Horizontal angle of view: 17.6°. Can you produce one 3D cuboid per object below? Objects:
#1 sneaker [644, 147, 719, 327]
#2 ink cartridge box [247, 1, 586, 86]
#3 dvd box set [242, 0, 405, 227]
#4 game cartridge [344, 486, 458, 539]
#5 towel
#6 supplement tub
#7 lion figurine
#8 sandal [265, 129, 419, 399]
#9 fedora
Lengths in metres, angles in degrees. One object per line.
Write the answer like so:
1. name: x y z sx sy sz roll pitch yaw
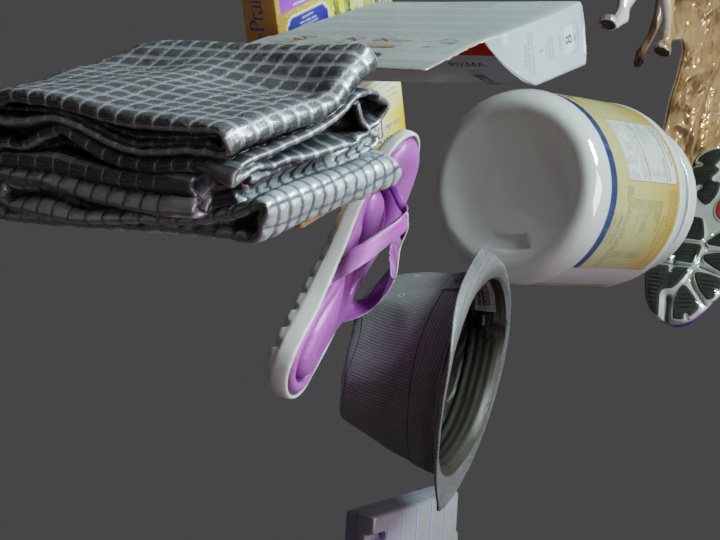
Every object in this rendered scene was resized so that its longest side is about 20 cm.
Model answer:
1. sneaker: 0.319 -0.019 2.104 0.200 0.080 0.084 -59 147 -34
2. ink cartridge box: 0.028 -0.131 1.468 0.200 0.160 0.047 -29 118 -53
3. dvd box set: -0.023 -0.146 1.564 0.146 0.029 0.201 -35 124 -51
4. game cartridge: 0.026 0.267 1.731 0.130 0.038 0.201 -9 104 -62
5. towel: -0.098 -0.077 1.300 0.165 0.199 0.086 -25 116 -55
6. supplement tub: 0.161 -0.060 1.772 0.200 0.144 0.145 2 95 -59
7. lion figurine: 0.231 -0.271 1.928 0.200 0.072 0.123 73 29 -56
8. sandal: 0.002 0.002 1.586 0.203 0.050 0.082 -62 163 -8
9. fedora: 0.040 0.068 1.641 0.200 0.090 0.177 -60 156 -52
